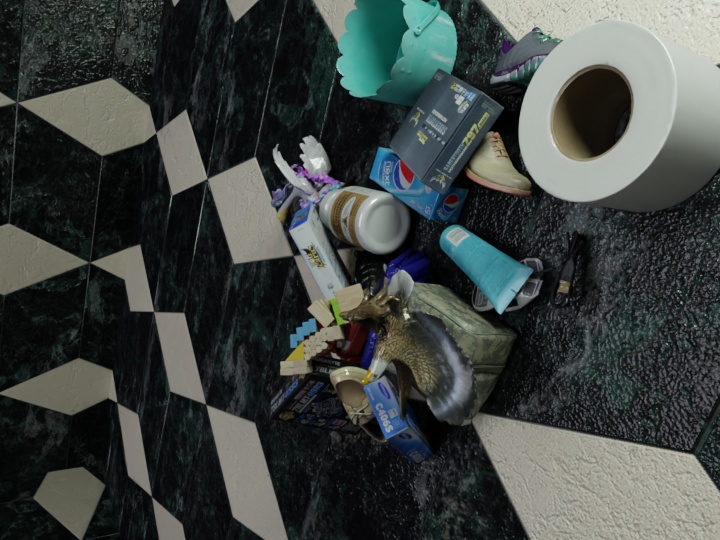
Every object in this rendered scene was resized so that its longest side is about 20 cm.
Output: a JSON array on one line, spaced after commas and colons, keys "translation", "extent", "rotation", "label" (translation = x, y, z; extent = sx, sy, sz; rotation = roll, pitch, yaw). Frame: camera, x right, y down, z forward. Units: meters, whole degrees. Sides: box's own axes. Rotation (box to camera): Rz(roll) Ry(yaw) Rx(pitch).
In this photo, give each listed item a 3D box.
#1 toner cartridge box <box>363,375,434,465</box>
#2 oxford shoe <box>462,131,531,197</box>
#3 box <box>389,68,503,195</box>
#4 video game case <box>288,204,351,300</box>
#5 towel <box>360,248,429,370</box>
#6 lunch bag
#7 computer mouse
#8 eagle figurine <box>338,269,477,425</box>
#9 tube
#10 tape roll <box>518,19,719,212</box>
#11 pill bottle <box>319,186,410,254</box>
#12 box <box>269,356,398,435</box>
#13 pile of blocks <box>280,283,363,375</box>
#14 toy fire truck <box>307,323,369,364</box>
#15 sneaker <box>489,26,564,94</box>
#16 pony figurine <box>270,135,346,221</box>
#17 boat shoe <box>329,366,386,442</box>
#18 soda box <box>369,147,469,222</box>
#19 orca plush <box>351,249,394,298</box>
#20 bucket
[{"translation": [0.068, 0.257, 1.001], "extent": [0.043, 0.200, 0.095], "rotation": [-29, 57, 2], "label": "toner cartridge box"}, {"translation": [0.199, -0.177, 0.926], "extent": [0.200, 0.070, 0.075], "rotation": [47, 123, 45], "label": "oxford shoe"}, {"translation": [0.130, -0.231, 0.964], "extent": [0.158, 0.051, 0.200], "rotation": [-56, 25, 18], "label": "box"}, {"translation": [-0.075, -0.027, 1.172], "extent": [0.182, 0.045, 0.200], "rotation": [62, -175, -14], "label": "video game case"}, {"translation": [0.065, 0.071, 1.055], "extent": [0.049, 0.148, 0.201], "rotation": [20, 113, 17], "label": "towel"}, {"translation": [0.126, 0.129, 0.952], "extent": [0.200, 0.139, 0.169], "rotation": [35, 110, 48], "label": "lunch bag"}, {"translation": [0.243, 0.019, 0.870], "extent": [0.200, 0.044, 0.110], "rotation": [-25, 45, 56], "label": "computer mouse"}, {"translation": [0.061, 0.117, 0.842], "extent": [0.151, 0.200, 0.152], "rotation": [-40, 18, 15], "label": "eagle figurine"}, {"translation": [0.186, -0.012, 0.914], "extent": [0.078, 0.050, 0.200], "rotation": [-60, 29, 14], "label": "tube"}, {"translation": [0.311, -0.175, 0.708], "extent": [0.202, 0.138, 0.205], "rotation": [-5, 83, 54], "label": "tape roll"}, {"translation": [0.000, -0.105, 1.161], "extent": [0.200, 0.114, 0.115], "rotation": [25, 108, 58], "label": "pill bottle"}, {"translation": [-0.049, 0.244, 1.143], "extent": [0.200, 0.197, 0.050], "rotation": [-51, 30, 41], "label": "box"}, {"translation": [-0.064, 0.102, 1.019], "extent": [0.200, 0.062, 0.082], "rotation": [-42, 79, 0], "label": "pile of blocks"}, {"translation": [-0.018, 0.104, 1.188], "extent": [0.169, 0.112, 0.200], "rotation": [-62, 15, -8], "label": "toy fire truck"}, {"translation": [0.264, -0.312, 0.840], "extent": [0.199, 0.074, 0.088], "rotation": [9, 91, 55], "label": "sneaker"}, {"translation": [-0.123, -0.187, 1.338], "extent": [0.193, 0.166, 0.200], "rotation": [51, 133, 0], "label": "pony figurine"}, {"translation": [0.007, 0.240, 1.054], "extent": [0.072, 0.200, 0.065], "rotation": [-18, 44, 15], "label": "boat shoe"}, {"translation": [0.100, -0.156, 1.064], "extent": [0.200, 0.067, 0.065], "rotation": [43, 122, 47], "label": "soda box"}, {"translation": [0.000, 0.000, 1.116], "extent": [0.105, 0.071, 0.200], "rotation": [-31, 19, 30], "label": "orca plush"}, {"translation": [0.066, -0.397, 1.065], "extent": [0.207, 0.134, 0.209], "rotation": [-4, 85, 54], "label": "bucket"}]
